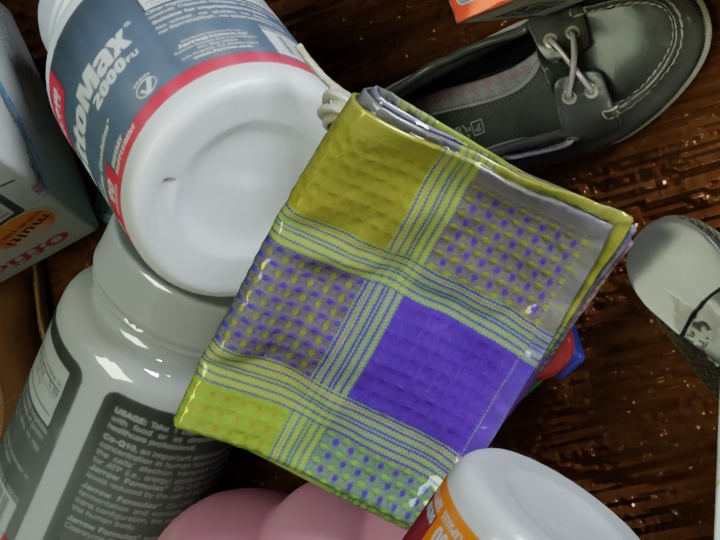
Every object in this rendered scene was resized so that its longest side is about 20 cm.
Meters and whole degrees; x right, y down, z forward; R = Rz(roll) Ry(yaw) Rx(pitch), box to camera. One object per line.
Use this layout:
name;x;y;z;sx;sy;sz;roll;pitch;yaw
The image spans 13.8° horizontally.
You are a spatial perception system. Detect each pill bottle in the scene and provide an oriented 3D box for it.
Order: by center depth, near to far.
pill bottle;0.040;0.190;1.343;0.113;0.113;0.201;42;109;26
pill bottle;-0.087;-0.086;1.444;0.200;0.119;0.120;53;129;52
pill bottle;-0.114;0.067;1.516;0.114;0.114;0.201;42;124;26

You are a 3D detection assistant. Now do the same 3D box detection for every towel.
towel;0.017;0.022;1.326;0.143;0.023;0.201;27;118;-11

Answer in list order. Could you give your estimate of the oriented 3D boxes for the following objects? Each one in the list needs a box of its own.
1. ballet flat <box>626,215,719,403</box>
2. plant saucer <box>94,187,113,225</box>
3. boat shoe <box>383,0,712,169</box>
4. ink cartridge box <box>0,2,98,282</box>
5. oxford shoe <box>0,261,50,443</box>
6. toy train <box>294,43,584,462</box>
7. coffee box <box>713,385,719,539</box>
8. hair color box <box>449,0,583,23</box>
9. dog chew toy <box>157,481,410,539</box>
ballet flat;0.189;0.059;1.329;0.067;0.046;0.200;-40;76;13
plant saucer;-0.062;-0.035;1.528;0.199;0.019;0.070;16;107;35
boat shoe;0.073;-0.080;1.386;0.199;0.057;0.067;-22;83;39
ink cartridge box;-0.252;-0.074;1.524;0.147;0.200;0.145;-27;70;8
oxford shoe;-0.216;0.011;1.626;0.071;0.071;0.201;-33;74;39
toy train;0.000;0.000;1.370;0.116;0.085;0.200;-42;109;13
coffee box;0.266;0.118;1.157;0.199;0.199;0.199;6;100;31
hair color box;0.135;-0.168;1.273;0.199;0.101;0.062;-21;87;28
dog chew toy;-0.013;0.155;1.458;0.199;0.124;0.125;-21;84;30
